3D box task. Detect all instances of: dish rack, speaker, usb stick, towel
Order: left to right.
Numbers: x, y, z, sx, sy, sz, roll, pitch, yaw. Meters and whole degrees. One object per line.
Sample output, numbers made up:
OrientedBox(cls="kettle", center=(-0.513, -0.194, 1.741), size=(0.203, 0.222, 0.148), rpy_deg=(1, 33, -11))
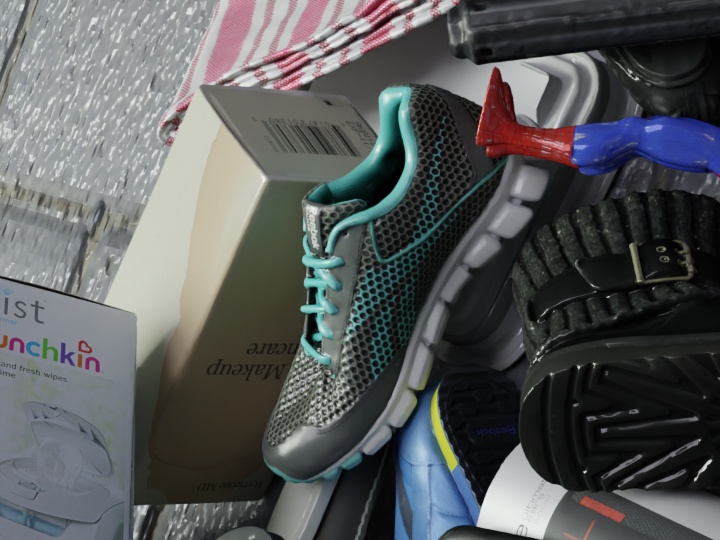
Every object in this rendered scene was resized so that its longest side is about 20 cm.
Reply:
OrientedBox(cls="towel", center=(-0.009, -0.142, 1.403), size=(0.199, 0.030, 0.147), rpy_deg=(-25, 22, 23))
OrientedBox(cls="dish rack", center=(0.033, -0.057, 1.385), size=(0.200, 0.043, 0.173), rpy_deg=(28, 93, 46))
OrientedBox(cls="usb stick", center=(0.138, -0.117, 1.247), size=(0.198, 0.055, 0.033), rpy_deg=(-6, 98, 6))
OrientedBox(cls="speaker", center=(0.144, 0.134, 1.163), size=(0.199, 0.081, 0.082), rpy_deg=(24, 90, 39))

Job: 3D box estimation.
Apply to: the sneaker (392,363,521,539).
OrientedBox(cls="sneaker", center=(0.056, 0.145, 1.274), size=(0.078, 0.066, 0.201), rpy_deg=(-47, 48, 47))

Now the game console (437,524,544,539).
OrientedBox(cls="game console", center=(0.112, 0.216, 1.147), size=(0.199, 0.176, 0.117), rpy_deg=(7, 48, 42))

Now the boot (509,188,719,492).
OrientedBox(cls="boot", center=(0.166, 0.028, 1.201), size=(0.158, 0.209, 0.080), rpy_deg=(-76, -11, -65))

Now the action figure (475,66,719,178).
OrientedBox(cls="action figure", center=(0.159, -0.078, 1.220), size=(0.199, 0.065, 0.100), rpy_deg=(14, 89, 10))

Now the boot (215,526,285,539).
OrientedBox(cls="boot", center=(-0.010, 0.214, 1.203), size=(0.066, 0.199, 0.166), rpy_deg=(24, 87, 55))

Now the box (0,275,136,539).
OrientedBox(cls="box", center=(-0.180, 0.133, 1.319), size=(0.200, 0.096, 0.177), rpy_deg=(125, 152, -44))

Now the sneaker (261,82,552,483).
OrientedBox(cls="sneaker", center=(0.000, 0.000, 1.286), size=(0.201, 0.091, 0.078), rpy_deg=(-60, 32, 0))

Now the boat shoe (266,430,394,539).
OrientedBox(cls="boat shoe", center=(-0.024, 0.162, 1.334), size=(0.072, 0.060, 0.203), rpy_deg=(175, 117, -78))

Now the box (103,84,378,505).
OrientedBox(cls="box", center=(-0.063, 0.014, 1.368), size=(0.078, 0.094, 0.201), rpy_deg=(52, 129, 39))

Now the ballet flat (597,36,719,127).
OrientedBox(cls="ballet flat", center=(0.120, -0.136, 1.335), size=(0.066, 0.057, 0.201), rpy_deg=(-17, 49, -3))
